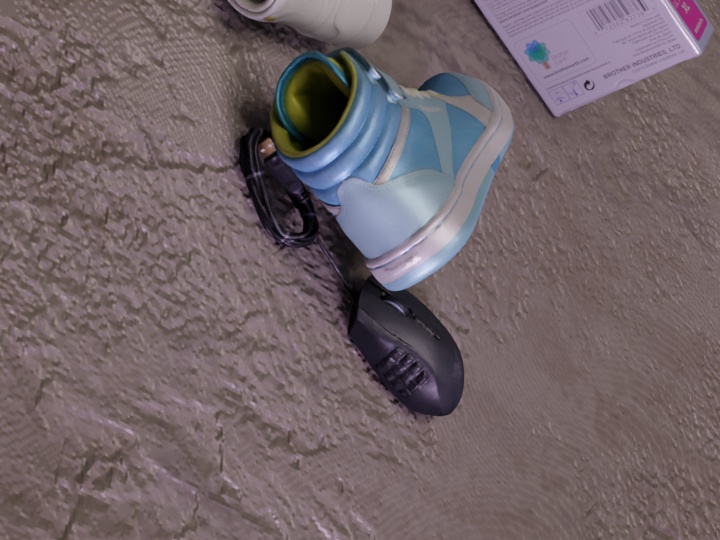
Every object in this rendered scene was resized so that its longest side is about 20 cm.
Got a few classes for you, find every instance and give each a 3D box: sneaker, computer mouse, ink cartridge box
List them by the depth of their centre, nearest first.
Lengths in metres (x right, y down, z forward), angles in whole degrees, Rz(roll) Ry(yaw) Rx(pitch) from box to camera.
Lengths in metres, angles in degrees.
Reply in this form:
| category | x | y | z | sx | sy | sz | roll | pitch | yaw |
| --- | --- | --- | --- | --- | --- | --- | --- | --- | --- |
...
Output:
| category | x | y | z | sx | sy | sz | roll | pitch | yaw |
| --- | --- | --- | --- | --- | --- | --- | --- | --- | --- |
| computer mouse | 0.000 | 0.000 | 1.344 | 0.200 | 0.034 | 0.059 | 52 | 40 | -19 |
| sneaker | 0.015 | -0.090 | 1.360 | 0.131 | 0.080 | 0.200 | 48 | 26 | -17 |
| sneaker | -0.044 | -0.230 | 1.372 | 0.116 | 0.074 | 0.200 | 7 | 69 | -53 |
| ink cartridge box | 0.119 | -0.200 | 1.519 | 0.200 | 0.119 | 0.042 | 51 | 41 | -20 |
